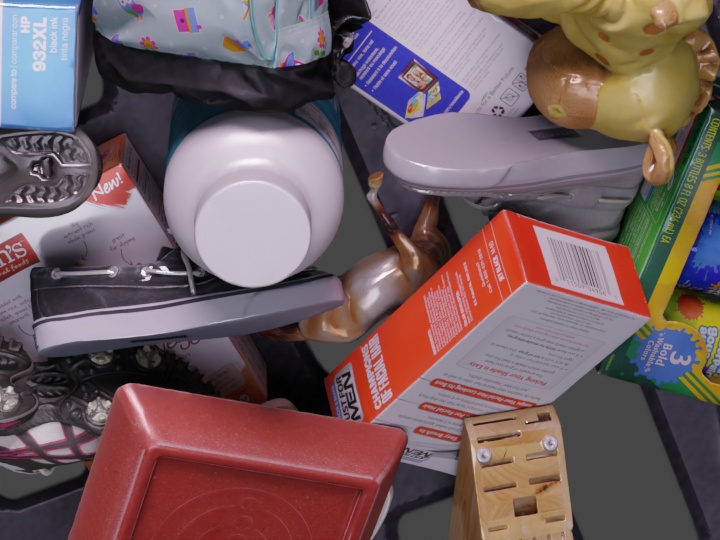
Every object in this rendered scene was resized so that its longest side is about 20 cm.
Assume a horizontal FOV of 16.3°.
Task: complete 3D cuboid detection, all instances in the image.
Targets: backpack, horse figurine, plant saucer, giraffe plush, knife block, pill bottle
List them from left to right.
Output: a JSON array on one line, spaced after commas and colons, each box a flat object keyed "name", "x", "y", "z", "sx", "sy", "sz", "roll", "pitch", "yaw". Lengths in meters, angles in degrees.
[{"name": "backpack", "x": -0.085, "y": -0.199, "z": 1.472, "sx": 0.166, "sy": 0.127, "sz": 0.201, "roll": 10, "pitch": 111, "yaw": 19}, {"name": "plant saucer", "x": -0.086, "y": 0.180, "z": 1.633, "sx": 0.199, "sy": 0.037, "sz": 0.200, "roll": 10, "pitch": 117, "yaw": -19}, {"name": "pill bottle", "x": -0.066, "y": -0.063, "z": 1.556, "sx": 0.110, "sy": 0.200, "sz": 0.111, "roll": 0, "pitch": 115, "yaw": -1}, {"name": "horse figurine", "x": 0.000, "y": 0.000, "z": 1.668, "sx": 0.199, "sy": 0.050, "sz": 0.133, "roll": -21, "pitch": 119, "yaw": 3}, {"name": "knife block", "x": 0.096, "y": 0.186, "z": 1.724, "sx": 0.064, "sy": 0.176, "sz": 0.201, "roll": -9, "pitch": 96, "yaw": -11}, {"name": "giraffe plush", "x": 0.158, "y": -0.151, "z": 1.548, "sx": 0.199, "sy": 0.173, "sz": 0.163, "roll": 19, "pitch": 139, "yaw": 22}]

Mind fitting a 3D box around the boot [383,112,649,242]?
[{"name": "boot", "x": 0.097, "y": -0.046, "z": 1.608, "sx": 0.199, "sy": 0.074, "sz": 0.096, "roll": -4, "pitch": 125, "yaw": -29}]

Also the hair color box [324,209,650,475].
[{"name": "hair color box", "x": 0.080, "y": 0.051, "z": 1.639, "sx": 0.111, "sy": 0.064, "sz": 0.200, "roll": 15, "pitch": 135, "yaw": -36}]

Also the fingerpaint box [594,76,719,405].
[{"name": "fingerpaint box", "x": 0.259, "y": -0.011, "z": 1.653, "sx": 0.166, "sy": 0.073, "sz": 0.201, "roll": 15, "pitch": 114, "yaw": -15}]

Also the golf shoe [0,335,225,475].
[{"name": "golf shoe", "x": -0.188, "y": 0.093, "z": 1.646, "sx": 0.199, "sy": 0.077, "sz": 0.088, "roll": 7, "pitch": 142, "yaw": -7}]

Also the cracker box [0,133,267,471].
[{"name": "cracker box", "x": -0.166, "y": 0.027, "z": 1.674, "sx": 0.134, "sy": 0.058, "sz": 0.200, "roll": -27, "pitch": 113, "yaw": 10}]

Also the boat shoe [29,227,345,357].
[{"name": "boat shoe", "x": -0.111, "y": 0.009, "z": 1.601, "sx": 0.199, "sy": 0.074, "sz": 0.068, "roll": -8, "pitch": 81, "yaw": 4}]

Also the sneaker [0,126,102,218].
[{"name": "sneaker", "x": -0.258, "y": -0.065, "z": 1.569, "sx": 0.199, "sy": 0.114, "sz": 0.077, "roll": -1, "pitch": 92, "yaw": 0}]

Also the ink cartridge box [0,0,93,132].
[{"name": "ink cartridge box", "x": -0.267, "y": -0.151, "z": 1.538, "sx": 0.199, "sy": 0.145, "sz": 0.084, "roll": 3, "pitch": 115, "yaw": -3}]

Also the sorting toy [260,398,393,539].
[{"name": "sorting toy", "x": -0.077, "y": 0.176, "z": 1.719, "sx": 0.180, "sy": 0.107, "sz": 0.200, "roll": -44, "pitch": 118, "yaw": 12}]

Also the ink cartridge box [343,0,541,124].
[{"name": "ink cartridge box", "x": 0.024, "y": -0.155, "z": 1.607, "sx": 0.200, "sy": 0.037, "sz": 0.095, "roll": 33, "pitch": 111, "yaw": -18}]
